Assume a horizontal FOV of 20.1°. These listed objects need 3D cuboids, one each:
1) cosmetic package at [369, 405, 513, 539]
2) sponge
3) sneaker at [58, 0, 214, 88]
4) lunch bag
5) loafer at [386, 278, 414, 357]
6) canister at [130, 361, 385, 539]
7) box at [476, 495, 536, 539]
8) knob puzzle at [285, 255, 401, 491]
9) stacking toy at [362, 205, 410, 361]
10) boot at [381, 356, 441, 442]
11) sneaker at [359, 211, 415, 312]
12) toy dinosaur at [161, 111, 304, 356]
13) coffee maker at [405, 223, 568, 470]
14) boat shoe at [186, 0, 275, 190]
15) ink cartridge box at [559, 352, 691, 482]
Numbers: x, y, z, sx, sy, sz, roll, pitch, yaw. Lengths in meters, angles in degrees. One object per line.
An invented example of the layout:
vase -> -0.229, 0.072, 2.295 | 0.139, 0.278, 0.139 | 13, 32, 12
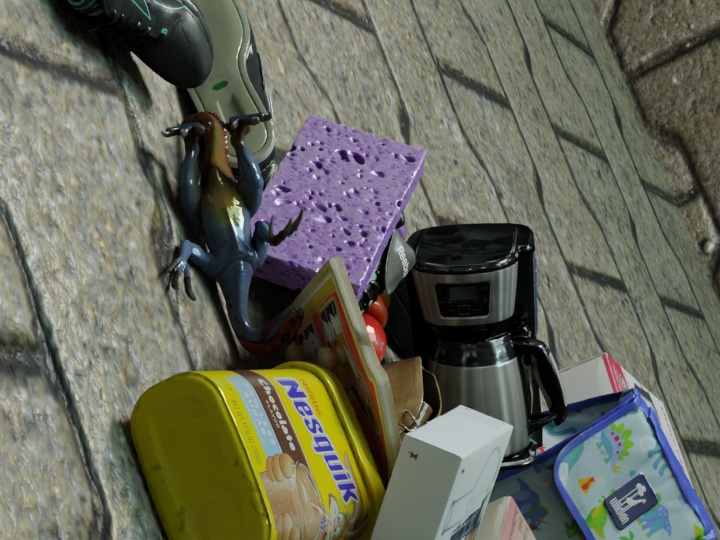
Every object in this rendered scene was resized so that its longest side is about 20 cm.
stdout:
cosmetic package -> 0.044, 0.209, 1.502 | 0.151, 0.051, 0.201 | -12, 121, -69
sponge -> -0.025, -0.053, 1.701 | 0.200, 0.111, 0.030 | -63, 169, -49
sneaker -> -0.193, -0.206, 1.584 | 0.200, 0.075, 0.079 | 47, 38, -28
lunch bag -> 0.209, 0.218, 1.899 | 0.170, 0.199, 0.128 | 59, 18, -17
loafer -> 0.065, 0.050, 1.955 | 0.200, 0.073, 0.072 | 55, -2, -37
canister -> -0.069, 0.139, 1.423 | 0.200, 0.086, 0.149 | 5, 61, -67
box -> 0.117, 0.310, 1.670 | 0.201, 0.109, 0.128 | 60, 18, -12
knob puzzle -> -0.015, 0.108, 1.566 | 0.220, 0.030, 0.221 | 163, -90, -72
stacking toy -> -0.002, 0.014, 1.802 | 0.085, 0.085, 0.201 | 51, 30, -35
boot -> 0.025, 0.139, 1.697 | 0.074, 0.075, 0.200 | 56, 21, -28
sneaker -> 0.000, 0.000, 1.721 | 0.067, 0.090, 0.201 | 87, 8, -46
toy dinosaur -> -0.089, -0.030, 1.595 | 0.200, 0.104, 0.182 | -77, 157, -78
coffee maker -> 0.098, 0.060, 1.847 | 0.192, 0.134, 0.201 | -138, -137, -70
boat shoe -> -0.115, -0.157, 1.731 | 0.068, 0.071, 0.201 | 69, 4, -61
ink cartridge box -> 0.306, 0.201, 2.373 | 0.200, 0.085, 0.148 | 34, 35, -55
